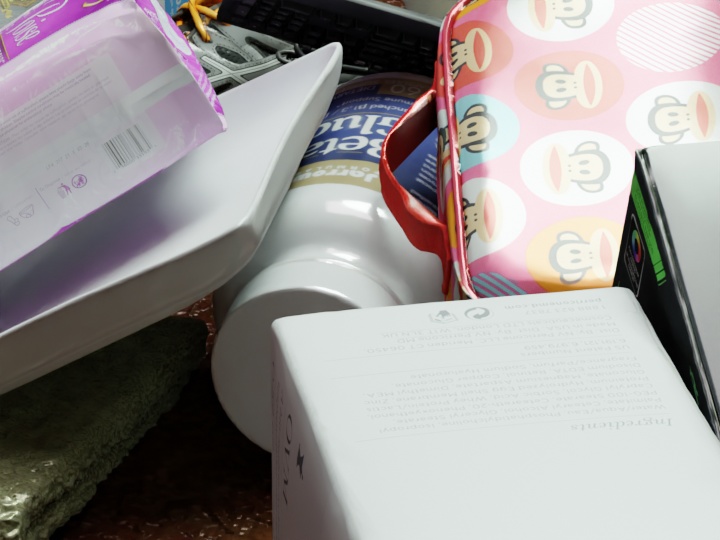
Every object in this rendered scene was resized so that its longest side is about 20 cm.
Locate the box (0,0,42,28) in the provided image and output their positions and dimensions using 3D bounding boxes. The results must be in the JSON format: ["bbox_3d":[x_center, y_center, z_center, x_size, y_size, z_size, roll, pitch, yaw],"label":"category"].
[{"bbox_3d":[-0.212,-0.100,1.383,0.158,0.200,0.048,-7,-11,-21],"label":"box"}]

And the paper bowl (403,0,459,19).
[{"bbox_3d":[0.101,-0.170,1.583,0.201,0.104,0.201,9,7,-1],"label":"paper bowl"}]

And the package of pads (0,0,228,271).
[{"bbox_3d":[-0.160,-0.046,1.239,0.200,0.076,0.121,-32,19,0],"label":"package of pads"}]

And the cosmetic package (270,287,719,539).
[{"bbox_3d":[0.046,0.140,0.875,0.123,0.199,0.200,-5,26,-11],"label":"cosmetic package"}]

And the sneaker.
[{"bbox_3d":[-0.085,-0.106,1.525,0.200,0.077,0.078,-15,31,-24],"label":"sneaker"}]

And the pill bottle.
[{"bbox_3d":[0.000,0.000,1.263,0.111,0.111,0.200,5,26,11],"label":"pill bottle"}]

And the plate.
[{"bbox_3d":[-0.102,-0.009,1.218,0.200,0.032,0.200,-25,19,21],"label":"plate"}]

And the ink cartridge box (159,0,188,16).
[{"bbox_3d":[-0.186,-0.135,1.594,0.115,0.068,0.200,12,29,24],"label":"ink cartridge box"}]

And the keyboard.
[{"bbox_3d":[0.031,-0.093,1.340,0.200,0.021,0.127,16,-8,-9],"label":"keyboard"}]

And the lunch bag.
[{"bbox_3d":[0.095,-0.035,1.183,0.176,0.082,0.200,-2,46,3],"label":"lunch bag"}]

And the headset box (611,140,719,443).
[{"bbox_3d":[0.138,0.076,0.946,0.093,0.200,0.174,-4,52,-8],"label":"headset box"}]

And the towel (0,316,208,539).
[{"bbox_3d":[-0.159,0.057,1.236,0.148,0.037,0.200,9,27,17],"label":"towel"}]
